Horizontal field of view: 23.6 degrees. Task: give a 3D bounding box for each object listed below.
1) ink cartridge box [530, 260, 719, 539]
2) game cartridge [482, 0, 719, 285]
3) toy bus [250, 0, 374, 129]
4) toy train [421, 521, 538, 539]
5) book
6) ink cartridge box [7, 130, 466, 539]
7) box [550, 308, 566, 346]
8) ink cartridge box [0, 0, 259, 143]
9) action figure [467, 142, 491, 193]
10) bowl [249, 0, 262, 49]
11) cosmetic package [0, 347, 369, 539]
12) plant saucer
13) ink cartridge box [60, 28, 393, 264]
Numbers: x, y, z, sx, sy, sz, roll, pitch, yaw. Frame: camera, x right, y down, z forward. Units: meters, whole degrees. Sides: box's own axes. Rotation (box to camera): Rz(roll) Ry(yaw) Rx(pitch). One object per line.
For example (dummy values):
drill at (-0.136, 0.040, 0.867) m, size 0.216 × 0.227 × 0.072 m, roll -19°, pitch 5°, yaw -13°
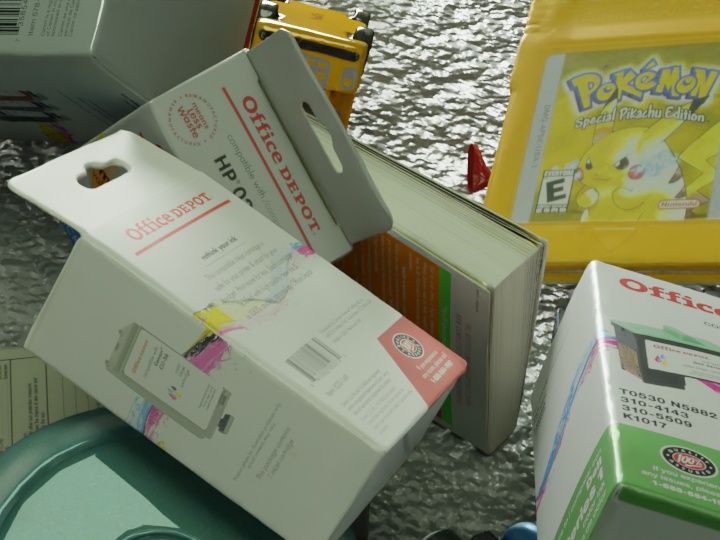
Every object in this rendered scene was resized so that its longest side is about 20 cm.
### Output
ink cartridge box at (0.153, 0.089, 0.728) m, size 0.144 × 0.084 × 0.200 m, roll 17°, pitch 25°, yaw -4°
game cartridge at (0.161, -0.086, 0.975) m, size 0.176 × 0.032 × 0.201 m, roll 0°, pitch 64°, yaw 30°
toy bus at (-0.033, -0.119, 1.017) m, size 0.065 × 0.079 × 0.200 m, roll 14°, pitch 13°, yaw -4°
toy train at (0.090, 0.194, 0.724) m, size 0.086 × 0.115 × 0.200 m, roll -28°, pitch 50°, yaw -31°
book at (0.000, 0.000, 0.918) m, size 0.200 × 0.134 × 0.048 m, roll 31°, pitch 51°, yaw 27°
ink cartridge box at (-0.064, 0.026, 0.771) m, size 0.200 × 0.068 × 0.116 m, roll 36°, pitch 25°, yaw 9°
box at (0.170, 0.110, 0.863) m, size 0.157 × 0.051 × 0.200 m, roll 5°, pitch 43°, yaw 2°
ink cartridge box at (-0.181, -0.163, 1.011) m, size 0.199 × 0.145 × 0.146 m, roll 6°, pitch 76°, yaw 28°
action figure at (0.169, -0.068, 1.061) m, size 0.199 × 0.052 × 0.066 m, roll -8°, pitch 39°, yaw -13°
bowl at (-0.154, -0.220, 1.168) m, size 0.199 × 0.108 × 0.201 m, roll 1°, pitch 43°, yaw -1°
cosmetic package at (-0.100, 0.090, 0.860) m, size 0.199 × 0.073 × 0.104 m, roll -5°, pitch 43°, yaw -7°
plant saucer at (-0.087, 0.144, 0.737) m, size 0.199 × 0.027 × 0.201 m, roll 7°, pitch 60°, yaw -11°
ink cartridge box at (-0.080, -0.035, 0.887) m, size 0.068 × 0.200 × 0.115 m, roll -33°, pitch 96°, yaw -32°
